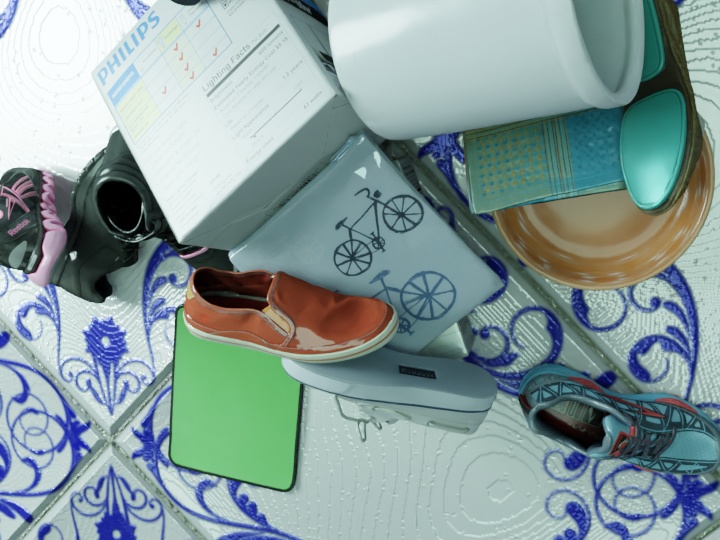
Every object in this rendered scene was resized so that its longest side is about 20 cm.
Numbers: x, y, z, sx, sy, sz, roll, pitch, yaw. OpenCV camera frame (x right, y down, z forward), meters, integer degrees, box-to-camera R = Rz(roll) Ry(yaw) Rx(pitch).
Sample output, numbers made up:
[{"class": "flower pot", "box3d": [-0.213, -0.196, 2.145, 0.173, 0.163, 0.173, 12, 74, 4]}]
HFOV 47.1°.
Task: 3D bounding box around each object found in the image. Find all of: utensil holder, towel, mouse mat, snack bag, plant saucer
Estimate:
[{"class": "utensil holder", "box3d": [0.099, -0.196, 0.646, 0.198, 0.169, 0.172, -5, 102, 37]}, {"class": "towel", "box3d": [0.158, -0.158, 0.730, 0.145, 0.022, 0.203, -8, 83, 21]}, {"class": "mouse mat", "box3d": [-0.140, 0.144, 0.926, 0.159, 0.008, 0.202, 10, 106, 14]}, {"class": "snack bag", "box3d": [0.000, 0.000, 0.763, 0.188, 0.021, 0.200, -39, 105, 22]}, {"class": "plant saucer", "box3d": [0.217, -0.083, 0.759, 0.198, 0.037, 0.203, 3, 102, 15]}]

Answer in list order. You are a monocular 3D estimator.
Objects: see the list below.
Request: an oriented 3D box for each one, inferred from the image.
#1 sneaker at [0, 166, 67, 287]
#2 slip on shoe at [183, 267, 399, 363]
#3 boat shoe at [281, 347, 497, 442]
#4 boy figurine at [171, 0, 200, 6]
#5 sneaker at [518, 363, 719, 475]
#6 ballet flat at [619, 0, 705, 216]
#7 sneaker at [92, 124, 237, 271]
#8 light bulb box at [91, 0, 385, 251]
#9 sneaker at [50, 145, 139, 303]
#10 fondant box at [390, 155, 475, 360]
[{"class": "sneaker", "box3d": [-0.368, -0.060, 0.854, 0.095, 0.200, 0.080, 13, 111, -35]}, {"class": "slip on shoe", "box3d": [-0.064, 0.035, 0.733, 0.198, 0.074, 0.062, 7, 132, 9]}, {"class": "boat shoe", "box3d": [0.021, 0.119, 0.772, 0.200, 0.075, 0.087, 10, 121, -9]}, {"class": "boy figurine", "box3d": [-0.147, -0.329, 0.692, 0.124, 0.064, 0.202, -11, 71, 44]}, {"class": "sneaker", "box3d": [0.242, 0.156, 0.775, 0.198, 0.096, 0.080, 14, 106, 12]}, {"class": "ballet flat", "box3d": [0.248, -0.143, 0.679, 0.068, 0.072, 0.202, -19, 73, 48]}, {"class": "sneaker", "box3d": [-0.196, -0.041, 0.822, 0.070, 0.100, 0.201, -19, 124, 22]}, {"class": "light bulb box", "box3d": [-0.108, -0.156, 0.758, 0.198, 0.124, 0.201, -39, 70, 20]}, {"class": "sneaker", "box3d": [-0.272, -0.052, 0.893, 0.090, 0.076, 0.201, 30, 116, -3]}, {"class": "fondant box", "box3d": [0.013, 0.005, 0.825, 0.143, 0.058, 0.202, -19, 96, 19]}]
